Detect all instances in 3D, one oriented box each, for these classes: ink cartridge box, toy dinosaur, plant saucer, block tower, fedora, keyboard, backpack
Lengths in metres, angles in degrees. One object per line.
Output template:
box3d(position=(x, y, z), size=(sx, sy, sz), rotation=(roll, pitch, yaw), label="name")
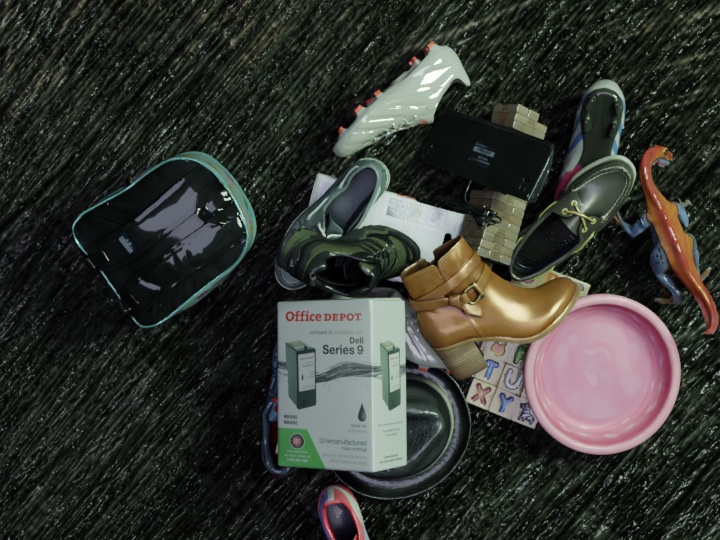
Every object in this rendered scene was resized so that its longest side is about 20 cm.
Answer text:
box3d(position=(-0.024, 0.134, 1.353), size=(0.144, 0.084, 0.204), rotation=(-3, 86, 32), label="ink cartridge box")
box3d(position=(0.388, -0.055, 1.371), size=(0.104, 0.200, 0.183), rotation=(-28, 123, -10), label="toy dinosaur")
box3d(position=(0.027, -0.047, 1.440), size=(0.197, 0.050, 0.111), rotation=(15, 94, 2), label="ink cartridge box")
box3d(position=(0.304, 0.130, 1.425), size=(0.197, 0.051, 0.204), rotation=(0, 94, 1), label="plant saucer")
box3d(position=(0.176, -0.102, 1.401), size=(0.053, 0.058, 0.203), rotation=(18, 86, -29), label="block tower")
box3d(position=(0.044, 0.209, 1.430), size=(0.197, 0.092, 0.204), rotation=(0, 94, 4), label="fedora")
box3d(position=(0.145, -0.121, 1.379), size=(0.199, 0.020, 0.128), rotation=(28, 90, 46), label="keyboard")
box3d(position=(-0.230, -0.049, 1.405), size=(0.199, 0.153, 0.177), rotation=(-35, 93, 15), label="backpack")

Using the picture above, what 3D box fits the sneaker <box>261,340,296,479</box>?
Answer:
box3d(position=(-0.084, 0.169, 1.436), size=(0.078, 0.096, 0.204), rotation=(6, 94, 3), label="sneaker")

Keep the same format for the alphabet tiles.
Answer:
box3d(position=(0.217, 0.095, 1.456), size=(0.164, 0.006, 0.203), rotation=(21, 94, 3), label="alphabet tiles")

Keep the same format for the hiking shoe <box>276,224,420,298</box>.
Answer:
box3d(position=(0.000, 0.000, 1.335), size=(0.197, 0.101, 0.077), rotation=(-3, 125, -34), label="hiking shoe")

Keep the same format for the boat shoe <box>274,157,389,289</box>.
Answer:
box3d(position=(-0.040, -0.058, 1.387), size=(0.073, 0.062, 0.200), rotation=(41, 96, -1), label="boat shoe")

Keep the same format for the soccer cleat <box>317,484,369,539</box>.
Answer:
box3d(position=(-0.006, 0.375, 1.451), size=(0.066, 0.076, 0.203), rotation=(-21, 91, 5), label="soccer cleat")

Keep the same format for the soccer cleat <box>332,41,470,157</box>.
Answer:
box3d(position=(0.051, -0.204, 1.422), size=(0.199, 0.069, 0.078), rotation=(-41, 93, 2), label="soccer cleat")

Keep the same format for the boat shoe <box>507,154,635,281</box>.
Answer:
box3d(position=(0.259, -0.058, 1.376), size=(0.072, 0.061, 0.201), rotation=(42, 118, -5), label="boat shoe")

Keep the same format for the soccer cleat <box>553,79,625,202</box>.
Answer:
box3d(position=(0.293, -0.144, 1.412), size=(0.069, 0.087, 0.203), rotation=(15, 117, 8), label="soccer cleat")

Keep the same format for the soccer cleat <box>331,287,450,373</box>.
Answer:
box3d(position=(0.055, 0.069, 1.423), size=(0.197, 0.069, 0.079), rotation=(20, 116, 5), label="soccer cleat")

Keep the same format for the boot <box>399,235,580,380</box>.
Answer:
box3d(position=(0.156, 0.021, 1.360), size=(0.198, 0.077, 0.157), rotation=(-29, 105, 4), label="boot")
